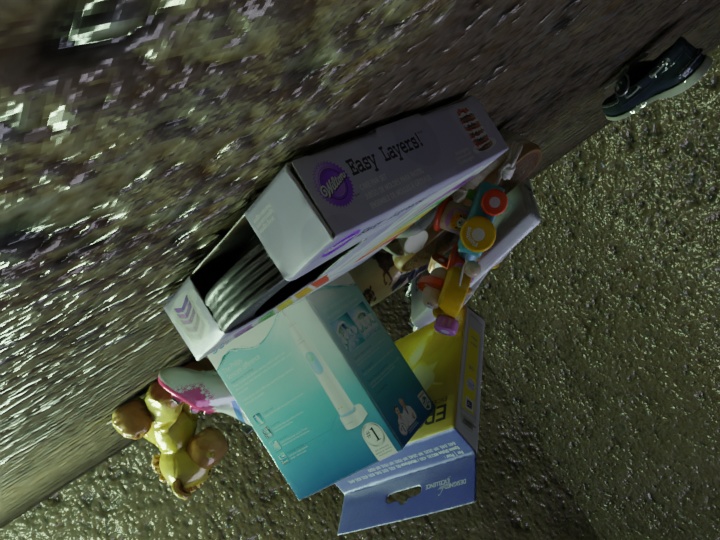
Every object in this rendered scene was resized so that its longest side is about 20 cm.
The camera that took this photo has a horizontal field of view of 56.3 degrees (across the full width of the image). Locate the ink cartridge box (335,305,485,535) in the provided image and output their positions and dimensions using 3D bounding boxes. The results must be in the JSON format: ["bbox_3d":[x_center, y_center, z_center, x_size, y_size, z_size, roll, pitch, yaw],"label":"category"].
[{"bbox_3d":[0.043,0.159,0.715,0.197,0.047,0.201,-32,-149,39],"label":"ink cartridge box"}]

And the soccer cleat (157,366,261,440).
[{"bbox_3d":[-0.173,0.154,0.894,0.087,0.199,0.070,-56,-140,-2],"label":"soccer cleat"}]

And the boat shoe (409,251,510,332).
[{"bbox_3d":[0.128,-0.002,0.888,0.201,0.060,0.074,-50,153,11],"label":"boat shoe"}]

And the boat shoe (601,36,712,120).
[{"bbox_3d":[0.393,-0.263,0.933,0.075,0.062,0.200,-49,-173,-7],"label":"boat shoe"}]

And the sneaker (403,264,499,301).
[{"bbox_3d":[0.148,-0.019,0.947,0.201,0.090,0.070,-49,-178,2],"label":"sneaker"}]

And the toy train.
[{"bbox_3d":[0.094,-0.028,0.653,0.201,0.055,0.151,103,8,-45],"label":"toy train"}]

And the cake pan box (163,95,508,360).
[{"bbox_3d":[-0.019,-0.029,0.451,0.199,0.053,0.184,-31,173,-46],"label":"cake pan box"}]

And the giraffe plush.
[{"bbox_3d":[-0.270,0.249,1.001,0.199,0.163,0.172,-36,176,29],"label":"giraffe plush"}]

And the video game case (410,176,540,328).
[{"bbox_3d":[0.130,-0.049,0.827,0.200,0.024,0.183,-47,-158,30],"label":"video game case"}]

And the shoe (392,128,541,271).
[{"bbox_3d":[0.107,-0.076,0.731,0.200,0.053,0.070,-41,158,-2],"label":"shoe"}]

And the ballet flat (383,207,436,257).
[{"bbox_3d":[0.034,-0.041,0.644,0.067,0.064,0.200,-36,177,-3],"label":"ballet flat"}]

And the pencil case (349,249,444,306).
[{"bbox_3d":[0.018,-0.015,0.779,0.199,0.090,0.078,-33,149,-15],"label":"pencil case"}]

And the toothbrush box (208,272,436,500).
[{"bbox_3d":[-0.047,0.096,0.655,0.146,0.201,0.085,-36,178,32],"label":"toothbrush box"}]
